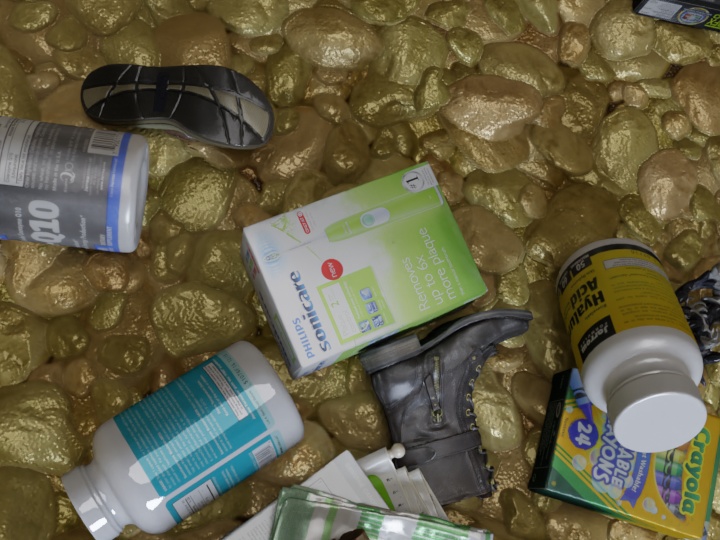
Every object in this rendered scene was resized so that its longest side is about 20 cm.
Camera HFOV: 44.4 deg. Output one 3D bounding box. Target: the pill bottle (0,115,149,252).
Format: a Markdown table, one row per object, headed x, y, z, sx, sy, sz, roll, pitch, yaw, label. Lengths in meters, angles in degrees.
| x | y | z | sx | sy | sz | roll | pitch | yaw | label |
| --- | --- | --- | --- | --- | --- | --- | --- | --- | --- |
| -0.304 | -0.082 | 0.819 | 0.200 | 0.114 | 0.114 | 6 | 74 | -9 | pill bottle |

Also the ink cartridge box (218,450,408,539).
| x | y | z | sx | sy | sz | roll | pitch | yaw | label |
| --- | --- | --- | --- | --- | --- | --- | --- | --- | --- |
| -0.050 | 0.289 | 0.803 | 0.200 | 0.057 | 0.163 | -34 | 85 | -19 | ink cartridge box |

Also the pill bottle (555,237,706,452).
| x | y | z | sx | sy | sz | roll | pitch | yaw | label |
| --- | --- | --- | --- | --- | --- | --- | --- | --- | --- |
| 0.259 | 0.070 | 0.845 | 0.111 | 0.111 | 0.200 | 8 | 39 | -9 | pill bottle |

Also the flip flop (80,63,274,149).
| x | y | z | sx | sy | sz | roll | pitch | yaw | label |
| --- | --- | --- | --- | --- | --- | --- | --- | --- | --- |
| -0.183 | -0.164 | 0.899 | 0.200 | 0.058 | 0.081 | 6 | 79 | 6 | flip flop |

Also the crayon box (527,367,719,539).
| x | y | z | sx | sy | sz | roll | pitch | yaw | label |
| --- | --- | --- | --- | --- | --- | --- | --- | --- | --- |
| 0.283 | 0.190 | 0.895 | 0.200 | 0.052 | 0.126 | 19 | 73 | -6 | crayon box |

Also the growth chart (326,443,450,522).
| x | y | z | sx | sy | sz | roll | pitch | yaw | label |
| --- | --- | --- | --- | --- | --- | --- | --- | --- | --- |
| 0.030 | 0.265 | 0.824 | 0.145 | 0.018 | 0.200 | -35 | 88 | 1 | growth chart |

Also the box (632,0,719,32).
| x | y | z | sx | sy | sz | roll | pitch | yaw | label |
| --- | --- | --- | --- | --- | --- | --- | --- | --- | --- |
| 0.436 | -0.373 | 1.077 | 0.200 | 0.044 | 0.161 | 9 | 73 | -9 | box |

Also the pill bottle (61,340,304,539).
| x | y | z | sx | sy | sz | roll | pitch | yaw | label |
| --- | --- | --- | --- | --- | --- | --- | --- | --- | --- |
| -0.158 | 0.157 | 0.786 | 0.200 | 0.111 | 0.111 | -31 | 83 | -17 | pill bottle |

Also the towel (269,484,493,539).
| x | y | z | sx | sy | sz | roll | pitch | yaw | label |
| --- | --- | --- | --- | --- | --- | --- | --- | --- | --- |
| 0.011 | 0.283 | 0.778 | 0.200 | 0.023 | 0.153 | 13 | 76 | -6 | towel |

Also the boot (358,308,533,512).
| x | y | z | sx | sy | sz | roll | pitch | yaw | label |
| --- | --- | --- | --- | --- | --- | --- | --- | --- | --- |
| 0.100 | 0.138 | 0.873 | 0.200 | 0.069 | 0.174 | -18 | 85 | -11 | boot |

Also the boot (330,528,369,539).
| x | y | z | sx | sy | sz | roll | pitch | yaw | label |
| --- | --- | --- | --- | --- | --- | --- | --- | --- | --- |
| -0.058 | 0.309 | 0.719 | 0.200 | 0.075 | 0.107 | -27 | 88 | -13 | boot |

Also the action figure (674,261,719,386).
| x | y | z | sx | sy | sz | roll | pitch | yaw | label |
| --- | --- | --- | --- | --- | --- | --- | --- | --- | --- |
| 0.390 | 0.043 | 0.929 | 0.200 | 0.102 | 0.119 | -34 | 96 | -19 | action figure |

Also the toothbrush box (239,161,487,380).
| x | y | z | sx | sy | sz | roll | pitch | yaw | label |
| --- | --- | --- | --- | --- | --- | --- | --- | --- | --- |
| 0.000 | 0.000 | 0.872 | 0.200 | 0.086 | 0.146 | -21 | 80 | -14 | toothbrush box |
